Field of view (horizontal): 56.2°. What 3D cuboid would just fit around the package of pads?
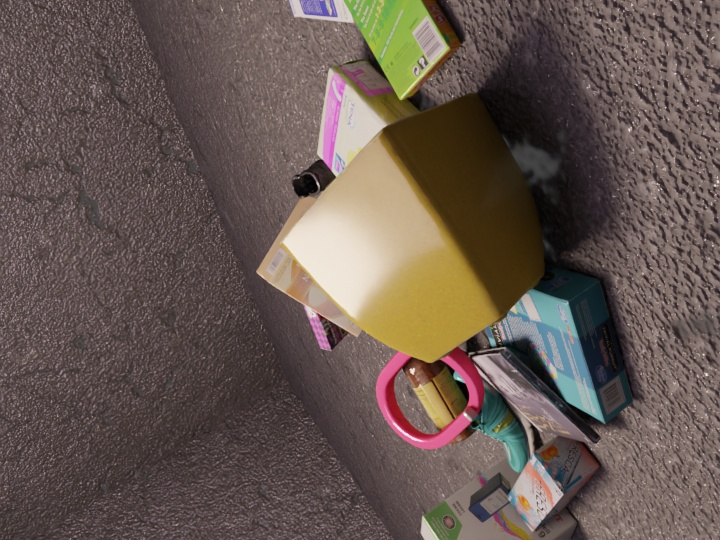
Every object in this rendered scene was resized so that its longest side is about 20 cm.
[{"bbox_3d":[0.021,-0.167,0.897,0.201,0.067,0.156,51,146,30],"label":"package of pads"}]

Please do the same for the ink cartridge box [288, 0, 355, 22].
[{"bbox_3d":[-0.052,-0.383,0.881,0.199,0.039,0.101,37,151,54],"label":"ink cartridge box"}]

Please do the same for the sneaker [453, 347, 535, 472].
[{"bbox_3d":[0.198,0.216,1.008,0.203,0.079,0.077,64,164,-10],"label":"sneaker"}]

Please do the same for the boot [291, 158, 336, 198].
[{"bbox_3d":[-0.058,-0.161,1.095,0.071,0.130,0.200,61,164,-4],"label":"boot"}]

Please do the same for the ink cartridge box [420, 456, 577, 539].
[{"bbox_3d":[0.213,0.403,1.054,0.146,0.197,0.088,51,158,34],"label":"ink cartridge box"}]

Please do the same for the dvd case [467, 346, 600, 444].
[{"bbox_3d":[0.209,0.157,0.861,0.148,0.016,0.200,43,172,4],"label":"dvd case"}]

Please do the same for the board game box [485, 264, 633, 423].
[{"bbox_3d":[0.210,0.066,0.779,0.199,0.046,0.153,28,143,64],"label":"board game box"}]

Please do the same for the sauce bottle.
[{"bbox_3d":[0.108,0.164,1.029,0.203,0.065,0.066,61,164,-3],"label":"sauce bottle"}]

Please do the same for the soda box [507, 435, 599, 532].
[{"bbox_3d":[0.265,0.299,0.946,0.064,0.068,0.202,52,160,29],"label":"soda box"}]

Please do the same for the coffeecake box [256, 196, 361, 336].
[{"bbox_3d":[-0.049,-0.007,1.136,0.198,0.155,0.073,33,178,-31],"label":"coffeecake box"}]

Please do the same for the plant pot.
[{"bbox_3d":[0.075,-0.028,0.701,0.202,0.193,0.195,54,132,4],"label":"plant pot"}]

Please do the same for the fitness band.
[{"bbox_3d":[0.095,0.178,0.973,0.144,0.037,0.201,46,136,11],"label":"fitness band"}]

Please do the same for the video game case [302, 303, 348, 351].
[{"bbox_3d":[-0.043,0.014,1.261,0.035,0.181,0.203,7,129,39],"label":"video game case"}]

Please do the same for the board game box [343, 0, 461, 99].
[{"bbox_3d":[0.026,-0.301,0.736,0.202,0.030,0.095,59,142,3],"label":"board game box"}]

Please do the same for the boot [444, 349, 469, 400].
[{"bbox_3d":[0.134,0.171,1.161,0.151,0.072,0.202,47,164,42],"label":"boot"}]
